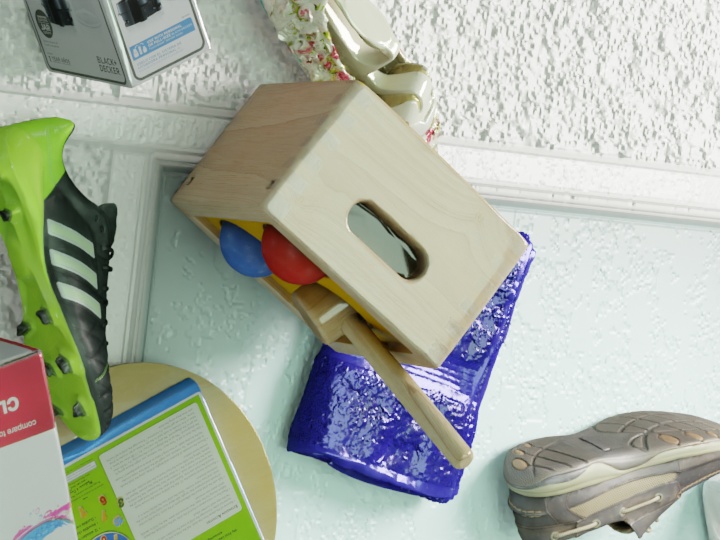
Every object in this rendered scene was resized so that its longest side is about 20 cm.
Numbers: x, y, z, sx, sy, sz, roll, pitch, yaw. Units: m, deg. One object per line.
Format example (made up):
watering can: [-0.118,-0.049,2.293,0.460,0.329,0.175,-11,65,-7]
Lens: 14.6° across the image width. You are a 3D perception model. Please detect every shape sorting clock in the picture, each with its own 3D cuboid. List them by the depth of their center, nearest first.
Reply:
shape sorting clock: [-0.141,0.159,1.784,0.199,0.039,0.201,3,84,-31]

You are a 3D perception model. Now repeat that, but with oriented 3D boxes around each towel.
towel: [0.040,0.049,1.902,0.147,0.049,0.201,20,84,-38]

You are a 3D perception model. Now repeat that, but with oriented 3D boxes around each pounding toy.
pounding toy: [0.000,0.000,1.753,0.200,0.184,0.142,43,76,-20]

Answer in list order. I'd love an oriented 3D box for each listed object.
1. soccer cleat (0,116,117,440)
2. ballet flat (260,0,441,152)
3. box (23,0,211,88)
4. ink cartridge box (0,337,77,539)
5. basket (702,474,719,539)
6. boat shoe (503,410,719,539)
soccer cleat: [-0.177,0.004,1.716,0.081,0.067,0.201,-24,105,-35]
ballet flat: [0.007,-0.130,1.829,0.200,0.064,0.076,47,55,-37]
box: [-0.169,-0.215,1.661,0.060,0.116,0.201,-29,112,-26]
ink cartridge box: [-0.234,0.141,1.643,0.083,0.145,0.201,-19,107,-33]
basket: [0.358,0.231,2.118,0.123,0.135,0.201,-28,113,-34]
boat shoe: [0.187,0.151,2.023,0.199,0.074,0.074,-9,112,-27]
